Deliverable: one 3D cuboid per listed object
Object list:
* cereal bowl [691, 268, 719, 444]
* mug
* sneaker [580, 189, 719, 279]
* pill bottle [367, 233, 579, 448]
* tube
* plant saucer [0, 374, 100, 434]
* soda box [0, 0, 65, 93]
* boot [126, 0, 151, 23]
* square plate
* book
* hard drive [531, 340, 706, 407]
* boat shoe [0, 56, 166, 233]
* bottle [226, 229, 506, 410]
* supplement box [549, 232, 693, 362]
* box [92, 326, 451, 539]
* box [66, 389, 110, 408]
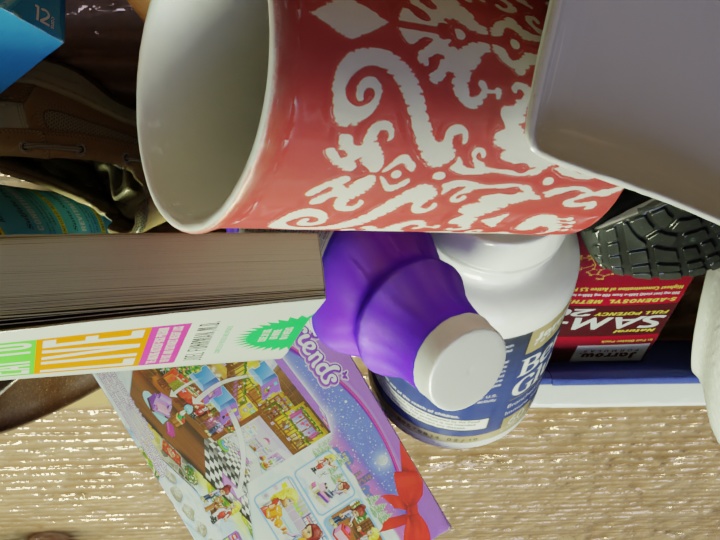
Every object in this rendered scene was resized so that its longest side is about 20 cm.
[{"bbox_3d":[0.255,0.027,0.919,0.083,0.201,0.201,12,153,19],"label":"cereal bowl"},{"bbox_3d":[0.007,-0.080,0.680,0.198,0.135,0.177,3,-177,-31],"label":"mug"},{"bbox_3d":[0.211,-0.065,0.834,0.198,0.088,0.076,-21,143,4],"label":"sneaker"},{"bbox_3d":[0.066,0.010,0.866,0.110,0.112,0.201,-1,146,-7],"label":"pill bottle"},{"bbox_3d":[-0.194,-0.021,0.814,0.051,0.077,0.200,-52,165,11],"label":"tube"},{"bbox_3d":[-0.161,0.037,0.927,0.199,0.037,0.200,-33,172,-5],"label":"plant saucer"},{"bbox_3d":[-0.233,-0.103,0.742,0.199,0.065,0.068,-29,142,34],"label":"soda box"},{"bbox_3d":[-0.092,-0.131,0.704,0.154,0.077,0.200,18,139,-36],"label":"boot"},{"bbox_3d":[0.157,-0.120,0.671,0.197,0.202,0.028,18,168,-33],"label":"square plate"},{"bbox_3d":[-0.127,0.021,0.732,0.198,0.049,0.134,-4,164,-14],"label":"book"},{"bbox_3d":[0.196,0.072,1.057,0.198,0.026,0.132,0,-173,-8],"label":"hard drive"},{"bbox_3d":[-0.125,-0.049,0.833,0.199,0.077,0.072,17,142,-33],"label":"boat shoe"},{"bbox_3d":[0.000,0.000,0.783,0.065,0.200,0.084,-6,121,-34],"label":"bottle"},{"bbox_3d":[0.154,-0.014,0.948,0.108,0.061,0.201,-1,149,-8],"label":"supplement box"},{"bbox_3d":[-0.053,0.104,0.896,0.136,0.201,0.039,-31,-174,-4],"label":"box"},{"bbox_3d":[-0.273,0.057,1.034,0.198,0.021,0.164,-5,149,1],"label":"box"}]
